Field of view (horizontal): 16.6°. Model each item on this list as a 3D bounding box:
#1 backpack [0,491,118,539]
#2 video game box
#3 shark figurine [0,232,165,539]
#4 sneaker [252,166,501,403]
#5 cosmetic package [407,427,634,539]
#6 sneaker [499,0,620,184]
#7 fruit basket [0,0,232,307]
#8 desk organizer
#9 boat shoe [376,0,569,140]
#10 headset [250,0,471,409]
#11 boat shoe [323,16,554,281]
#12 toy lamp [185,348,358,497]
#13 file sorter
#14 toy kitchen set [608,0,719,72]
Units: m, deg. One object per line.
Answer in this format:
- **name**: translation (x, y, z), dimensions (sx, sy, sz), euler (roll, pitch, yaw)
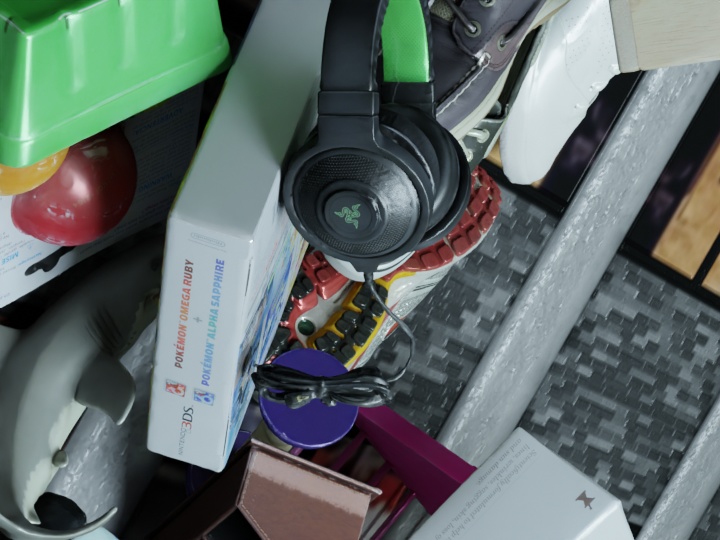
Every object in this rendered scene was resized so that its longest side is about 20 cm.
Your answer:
- **backpack**: translation (-0.154, 0.194, 1.199), dimensions (0.167, 0.127, 0.200), euler (-45, 179, -26)
- **video game box**: translation (-0.048, -0.037, 1.169), dimensions (0.183, 0.047, 0.200), euler (98, 9, -51)
- **shark figurine**: translation (-0.164, 0.062, 1.165), dimensions (0.128, 0.089, 0.215), euler (-36, -158, 34)
- **sneaker**: translation (0.000, 0.000, 1.364), dimensions (0.200, 0.078, 0.082), euler (-42, 171, -30)
- **cosmetic package**: translation (0.099, 0.190, 1.373), dimensions (0.113, 0.081, 0.200), euler (-43, 144, -14)
- **sneaker**: translation (0.137, -0.133, 1.388), dimensions (0.075, 0.088, 0.201), euler (-64, 172, -67)
- **fruit basket**: translation (-0.141, -0.069, 1.119), dimensions (0.185, 0.094, 0.200), euler (-30, 153, -35)
- **desk organizer**: translation (-0.064, 0.160, 1.279), dimensions (0.200, 0.071, 0.077), euler (135, -25, -62)
- **boat shoe**: translation (0.054, -0.132, 1.205), dimensions (0.200, 0.072, 0.065), euler (-46, 152, -23)
- **headset**: translation (-0.005, -0.038, 1.104), dimensions (0.123, 0.094, 0.201), euler (-22, 112, -74)
- **boat shoe**: translation (0.041, -0.086, 1.308), dimensions (0.071, 0.064, 0.201), euler (32, 76, -18)
- **toy lamp**: translation (-0.052, 0.094, 1.298), dimensions (0.058, 0.058, 0.200), euler (-38, 175, -27)
- **file sorter**: translation (0.031, 0.183, 1.475), dimensions (0.126, 0.139, 0.200), euler (-50, 146, -9)
- **toy kitchen set**: translation (0.197, -0.223, 1.208), dimensions (0.181, 0.162, 0.201), euler (-63, 143, -70)
